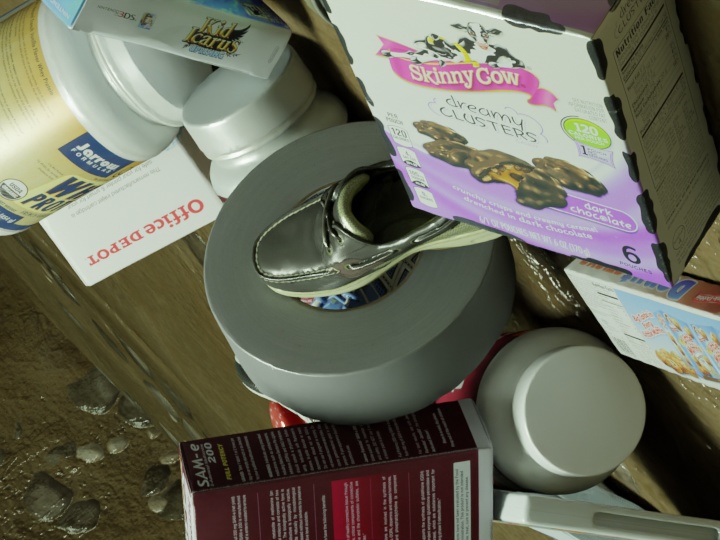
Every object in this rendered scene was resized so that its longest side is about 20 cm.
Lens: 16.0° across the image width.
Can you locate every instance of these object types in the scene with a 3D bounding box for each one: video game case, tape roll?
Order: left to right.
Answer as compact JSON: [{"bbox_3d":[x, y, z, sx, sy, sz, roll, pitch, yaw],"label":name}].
[{"bbox_3d":[-0.170,-0.216,1.773,0.181,0.046,0.200,9,-153,-45],"label":"video game case"},{"bbox_3d":[0.000,0.000,1.690,0.200,0.200,0.066,42,167,34],"label":"tape roll"},{"bbox_3d":[0.169,0.172,1.746,0.181,0.023,0.200,9,175,-12],"label":"video game case"}]

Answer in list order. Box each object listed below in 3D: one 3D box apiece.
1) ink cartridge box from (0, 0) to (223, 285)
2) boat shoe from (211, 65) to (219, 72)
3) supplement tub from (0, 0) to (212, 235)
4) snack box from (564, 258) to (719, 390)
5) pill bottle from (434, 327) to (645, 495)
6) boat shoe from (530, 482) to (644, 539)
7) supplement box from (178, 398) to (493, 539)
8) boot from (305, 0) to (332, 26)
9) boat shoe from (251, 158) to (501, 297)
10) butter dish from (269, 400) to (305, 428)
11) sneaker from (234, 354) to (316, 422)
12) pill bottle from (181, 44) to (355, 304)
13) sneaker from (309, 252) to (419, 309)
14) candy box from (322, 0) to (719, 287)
[{"bbox_3d":[-0.207,-0.124,2.074,0.200,0.146,0.146,55,-159,-21],"label":"ink cartridge box"},{"bbox_3d":[-0.079,-0.115,1.964,0.200,0.059,0.072,49,167,6],"label":"boat shoe"},{"bbox_3d":[-0.223,-0.128,1.901,0.144,0.200,0.145,44,-149,-35],"label":"supplement tub"},{"bbox_3d":[0.190,0.033,1.522,0.072,0.024,0.200,55,167,-19],"label":"snack box"},{"bbox_3d":[0.122,0.096,1.744,0.113,0.113,0.200,51,167,-6],"label":"pill bottle"},{"bbox_3d":[0.165,0.188,1.971,0.200,0.072,0.062,36,168,45],"label":"boat shoe"},{"bbox_3d":[-0.015,0.156,1.679,0.061,0.199,0.109,-113,18,-55],"label":"supplement box"},{"bbox_3d":[0.064,-0.102,1.465,0.200,0.073,0.182,50,-176,35],"label":"boot"},{"bbox_3d":[0.008,-0.036,1.597,0.066,0.200,0.072,24,-123,-52],"label":"boat shoe"},{"bbox_3d":[-0.004,0.092,2.045,0.200,0.147,0.200,59,174,32],"label":"butter dish"},{"bbox_3d":[0.008,0.098,1.880,0.200,0.076,0.115,37,-169,36],"label":"sneaker"},{"bbox_3d":[-0.038,-0.058,1.858,0.200,0.114,0.114,56,166,-26],"label":"pill bottle"},{"bbox_3d":[0.009,0.014,1.773,0.075,0.201,0.077,6,177,33],"label":"sneaker"},{"bbox_3d":[0.083,-0.096,1.297,0.167,0.072,0.200,19,152,31],"label":"candy box"}]
